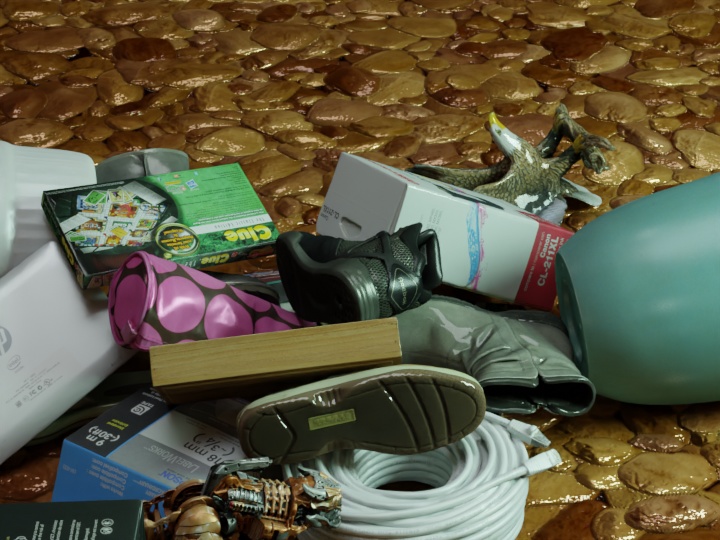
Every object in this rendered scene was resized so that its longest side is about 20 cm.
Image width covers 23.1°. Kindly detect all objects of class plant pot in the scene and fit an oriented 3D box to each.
[{"bbox_3d":[0.261,0.028,1.552,0.160,0.202,0.201,-12,30,-1],"label":"plant pot"}]

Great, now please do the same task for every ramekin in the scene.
[{"bbox_3d":[-0.301,-0.021,1.661,0.097,0.202,0.201,1,28,-13],"label":"ramekin"}]

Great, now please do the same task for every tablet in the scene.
[{"bbox_3d":[-0.303,0.078,1.527,0.200,0.014,0.130,-40,80,-18],"label":"tablet"}]

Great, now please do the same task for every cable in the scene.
[{"bbox_3d":[0.037,0.173,1.425,0.199,0.070,0.199,24,39,39],"label":"cable"}]

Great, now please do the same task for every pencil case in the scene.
[{"bbox_3d":[-0.125,0.057,1.533,0.199,0.091,0.094,22,59,-30],"label":"pencil case"}]

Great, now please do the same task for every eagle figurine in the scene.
[{"bbox_3d":[0.157,-0.096,1.867,0.199,0.151,0.152,-36,-10,-2],"label":"eagle figurine"}]

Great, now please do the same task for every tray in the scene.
[{"bbox_3d":[-0.067,0.076,1.437,0.198,0.037,0.099,-6,-13,0],"label":"tray"}]

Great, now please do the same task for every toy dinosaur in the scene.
[{"bbox_3d":[-0.114,0.198,1.318,0.198,0.137,0.102,3,30,8],"label":"toy dinosaur"}]

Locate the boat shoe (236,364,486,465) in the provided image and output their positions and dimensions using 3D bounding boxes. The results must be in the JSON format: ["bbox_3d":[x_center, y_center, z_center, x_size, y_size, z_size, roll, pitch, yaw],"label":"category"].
[{"bbox_3d":[-0.001,0.107,1.413,0.198,0.072,0.076,-4,13,-5],"label":"boat shoe"}]

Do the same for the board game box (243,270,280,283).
[{"bbox_3d":[-0.095,0.013,1.720,0.198,0.020,0.103,-7,4,-9],"label":"board game box"}]

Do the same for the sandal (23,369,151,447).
[{"bbox_3d":[-0.262,0.106,1.567,0.199,0.058,0.080,-11,31,-16],"label":"sandal"}]

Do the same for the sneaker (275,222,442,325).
[{"bbox_3d":[0.000,0.000,1.533,0.113,0.077,0.199,-16,14,-24],"label":"sneaker"}]

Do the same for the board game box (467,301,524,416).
[{"bbox_3d":[0.088,0.087,1.606,0.104,0.024,0.200,6,31,9],"label":"board game box"}]

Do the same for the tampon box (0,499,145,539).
[{"bbox_3d":[-0.248,0.256,1.208,0.198,0.151,0.127,-2,29,0],"label":"tampon box"}]

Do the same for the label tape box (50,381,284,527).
[{"bbox_3d":[-0.167,0.170,1.443,0.143,0.064,0.200,18,35,32],"label":"label tape box"}]

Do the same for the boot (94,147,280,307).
[{"bbox_3d":[-0.167,-0.028,1.657,0.180,0.073,0.201,-2,45,-3],"label":"boot"}]

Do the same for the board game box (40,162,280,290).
[{"bbox_3d":[-0.177,-0.042,1.587,0.199,0.024,0.105,-10,51,-31],"label":"board game box"}]

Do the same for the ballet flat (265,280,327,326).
[{"bbox_3d":[-0.041,0.040,1.648,0.198,0.068,0.069,-14,39,0],"label":"ballet flat"}]

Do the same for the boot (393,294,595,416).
[{"bbox_3d":[0.096,0.076,1.501,0.198,0.068,0.131,1,21,-3],"label":"boot"}]

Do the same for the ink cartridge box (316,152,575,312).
[{"bbox_3d":[0.080,-0.037,1.673,0.199,0.083,0.146,15,8,-30],"label":"ink cartridge box"}]
